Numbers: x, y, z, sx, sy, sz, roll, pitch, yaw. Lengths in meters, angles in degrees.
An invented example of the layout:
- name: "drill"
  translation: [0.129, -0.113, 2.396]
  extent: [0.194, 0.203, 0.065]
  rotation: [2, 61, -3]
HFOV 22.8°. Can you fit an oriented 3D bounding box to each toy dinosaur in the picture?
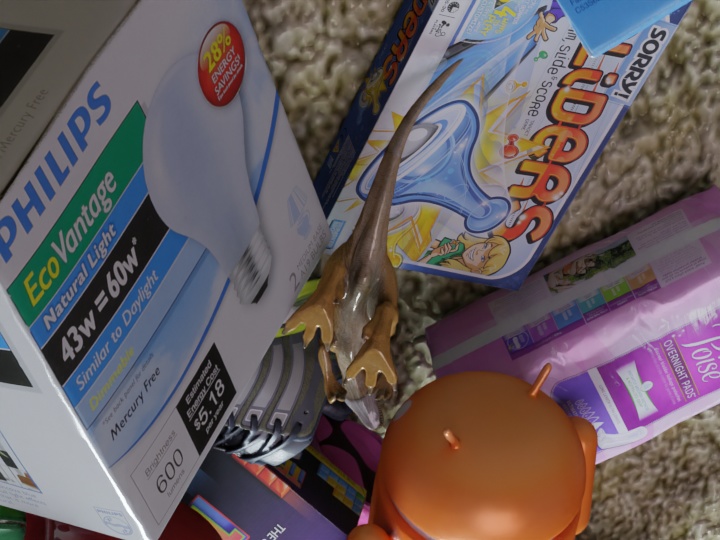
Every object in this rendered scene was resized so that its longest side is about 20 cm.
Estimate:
- name: "toy dinosaur"
  translation: [0.000, 0.000, 0.892]
  extent: [0.060, 0.107, 0.202]
  rotation: [13, 121, 1]

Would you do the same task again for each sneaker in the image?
- name: "sneaker"
  translation: [-0.065, 0.067, 0.925]
  extent: [0.199, 0.081, 0.074]
  rotation: [-26, 173, -47]

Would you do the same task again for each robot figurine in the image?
- name: "robot figurine"
  translation: [0.062, 0.137, 0.983]
  extent: [0.142, 0.117, 0.201]
  rotation: [6, 133, -2]

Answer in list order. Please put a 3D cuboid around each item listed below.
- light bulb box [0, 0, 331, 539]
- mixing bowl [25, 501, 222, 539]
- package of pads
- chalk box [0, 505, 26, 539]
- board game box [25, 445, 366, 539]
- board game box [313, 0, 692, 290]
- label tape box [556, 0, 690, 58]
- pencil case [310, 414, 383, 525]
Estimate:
- name: "light bulb box"
  translation: [-0.128, -0.025, 0.790]
  extent: [0.124, 0.199, 0.201]
  rotation: [9, 142, 27]
- name: "mixing bowl"
  translation: [-0.122, 0.191, 0.915]
  extent: [0.107, 0.201, 0.201]
  rotation: [6, 129, -15]
- name: "package of pads"
  translation: [0.148, 0.046, 1.053]
  extent: [0.198, 0.076, 0.121]
  rotation: [-27, 136, 5]
- name: "chalk box"
  translation: [-0.242, 0.129, 0.905]
  extent: [0.123, 0.201, 0.126]
  rotation: [5, 129, -23]
- name: "board game box"
  translation: [-0.122, 0.150, 1.017]
  extent: [0.165, 0.057, 0.200]
  rotation: [40, 113, -7]
- name: "board game box"
  translation: [0.067, -0.084, 0.935]
  extent: [0.134, 0.035, 0.201]
  rotation: [10, 127, -26]
- name: "label tape box"
  translation: [0.166, -0.179, 0.800]
  extent: [0.143, 0.200, 0.066]
  rotation: [-31, 100, 27]
- name: "pencil case"
  translation: [-0.045, 0.181, 1.099]
  extent: [0.093, 0.091, 0.201]
  rotation: [23, 118, -24]
